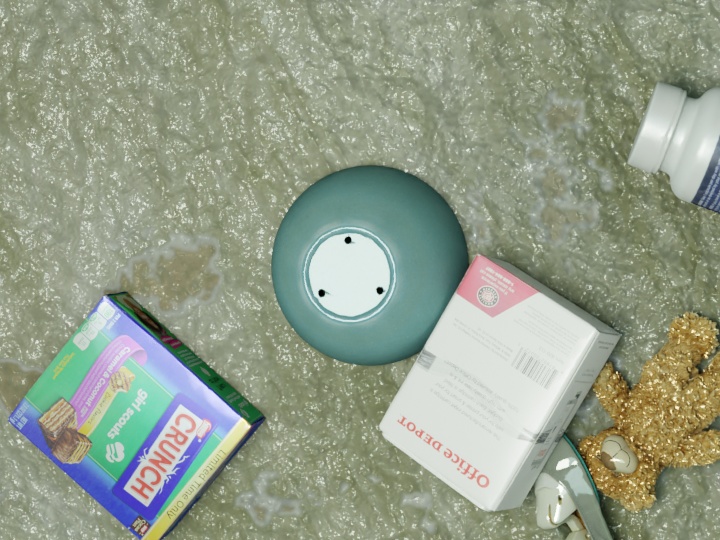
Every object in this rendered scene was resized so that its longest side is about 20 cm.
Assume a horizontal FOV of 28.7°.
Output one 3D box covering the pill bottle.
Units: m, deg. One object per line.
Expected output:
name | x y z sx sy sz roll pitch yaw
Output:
pill bottle | 0.356 -0.104 1.305 0.199 0.111 0.112 21 97 7

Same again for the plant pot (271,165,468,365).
plant pot | 0.000 0.000 1.359 0.198 0.135 0.202 1 95 9

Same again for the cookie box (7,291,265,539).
cookie box | -0.227 0.150 1.435 0.200 0.075 0.171 40 98 4

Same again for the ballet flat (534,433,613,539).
ballet flat | 0.207 0.250 1.370 0.063 0.067 0.201 -27 92 -30

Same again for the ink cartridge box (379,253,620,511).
ink cartridge box | 0.132 0.108 1.352 0.146 0.083 0.201 34 100 26

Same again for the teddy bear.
teddy bear | 0.290 0.136 1.355 0.199 0.067 0.146 -33 86 9
